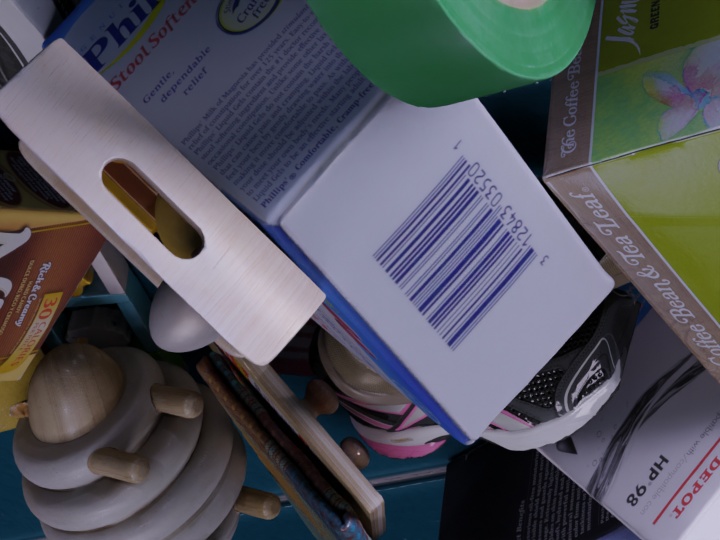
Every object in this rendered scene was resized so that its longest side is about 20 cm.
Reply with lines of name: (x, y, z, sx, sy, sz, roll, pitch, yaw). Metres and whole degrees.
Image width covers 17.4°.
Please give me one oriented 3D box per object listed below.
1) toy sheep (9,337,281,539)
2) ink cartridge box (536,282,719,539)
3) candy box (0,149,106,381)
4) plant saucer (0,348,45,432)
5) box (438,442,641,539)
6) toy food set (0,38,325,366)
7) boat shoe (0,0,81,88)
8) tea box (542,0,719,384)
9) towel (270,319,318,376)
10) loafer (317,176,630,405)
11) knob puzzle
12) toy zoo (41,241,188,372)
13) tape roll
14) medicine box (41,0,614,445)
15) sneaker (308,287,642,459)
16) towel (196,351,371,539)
toy sheep: (-0.123, 0.117, 1.330, 0.137, 0.138, 0.201, -12, 126, 26)
ink cartridge box: (0.175, 0.088, 1.184, 0.067, 0.116, 0.200, 39, 180, -37)
candy box: (-0.224, -0.002, 1.158, 0.199, 0.056, 0.117, -1, 131, -55)
plant saucer: (-0.289, 0.031, 1.320, 0.198, 0.049, 0.200, 5, 147, 22)
box: (0.178, 0.165, 1.387, 0.199, 0.124, 0.198, 25, 144, -23)
toy food set: (-0.091, -0.016, 0.968, 0.143, 0.060, 0.200, 44, 174, -3)
boat shoe: (-0.167, -0.133, 1.058, 0.063, 0.071, 0.201, 2, 142, 20)
tea box: (0.212, -0.060, 1.034, 0.195, 0.135, 0.200, -15, 140, 29)
towel: (0.000, 0.000, 1.265, 0.145, 0.030, 0.201, 4, 146, 9)
loafer: (0.067, -0.005, 1.136, 0.199, 0.076, 0.068, -30, 156, -17)
knob puzzle: (-0.048, 0.053, 1.255, 0.030, 0.220, 0.220, -40, 139, -6)
toy zoo: (-0.188, 0.013, 1.325, 0.130, 0.021, 0.200, -3, 145, 16)
tape roll: (0.025, -0.162, 0.858, 0.048, 0.202, 0.200, -13, 141, 28)
medicine box: (-0.014, -0.047, 1.037, 0.200, 0.103, 0.182, 37, 172, 46)
sneaker: (0.050, 0.045, 1.219, 0.199, 0.081, 0.086, -21, 133, 38)
towel: (-0.014, 0.136, 1.280, 0.022, 0.147, 0.200, -39, 143, -7)
